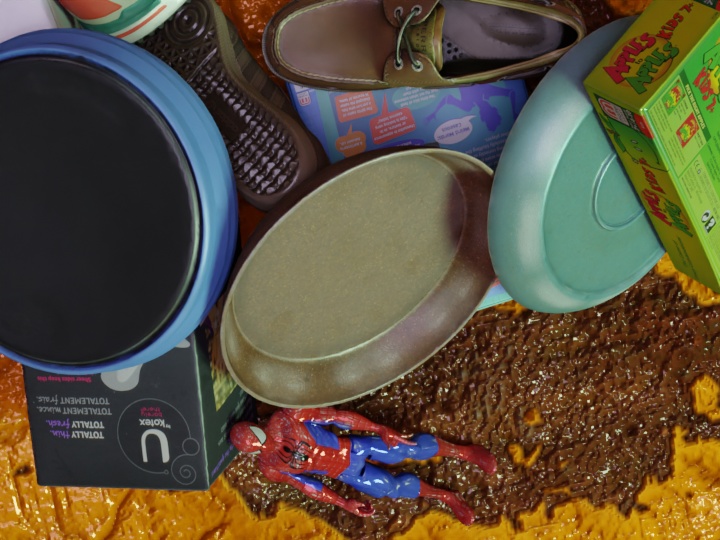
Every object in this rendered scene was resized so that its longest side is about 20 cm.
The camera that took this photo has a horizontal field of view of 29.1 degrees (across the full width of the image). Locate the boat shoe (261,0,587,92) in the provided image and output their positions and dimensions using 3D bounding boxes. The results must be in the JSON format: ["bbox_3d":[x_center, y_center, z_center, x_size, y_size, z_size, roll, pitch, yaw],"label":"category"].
[{"bbox_3d":[0.038,-0.146,0.839,0.198,0.068,0.073,-6,101,-2],"label":"boat shoe"}]

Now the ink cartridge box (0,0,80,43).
[{"bbox_3d":[-0.270,-0.193,0.845,0.145,0.086,0.202,-20,105,2],"label":"ink cartridge box"}]

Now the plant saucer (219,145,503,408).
[{"bbox_3d":[0.000,0.000,0.841,0.199,0.035,0.202,-20,139,-19],"label":"plant saucer"}]

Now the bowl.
[{"bbox_3d":[-0.169,-0.036,0.795,0.198,0.039,0.203,3,104,13],"label":"bowl"}]

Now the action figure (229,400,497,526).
[{"bbox_3d":[0.001,0.126,0.918,0.198,0.052,0.066,17,107,-29],"label":"action figure"}]

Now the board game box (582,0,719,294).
[{"bbox_3d":[0.214,-0.082,0.851,0.102,0.047,0.200,-49,138,-9],"label":"board game box"}]

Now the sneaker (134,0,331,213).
[{"bbox_3d":[-0.083,-0.103,0.866,0.070,0.075,0.201,-38,63,8],"label":"sneaker"}]

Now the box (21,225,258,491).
[{"bbox_3d":[-0.143,0.026,0.881,0.121,0.106,0.202,0,104,14],"label":"box"}]

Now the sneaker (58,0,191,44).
[{"bbox_3d":[-0.110,-0.226,0.828,0.200,0.093,0.070,-44,57,0],"label":"sneaker"}]

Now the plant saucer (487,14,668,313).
[{"bbox_3d":[0.161,-0.059,0.872,0.199,0.027,0.202,-22,128,-31],"label":"plant saucer"}]

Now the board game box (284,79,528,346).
[{"bbox_3d":[0.044,-0.069,0.914,0.150,0.045,0.202,-16,103,0],"label":"board game box"}]
